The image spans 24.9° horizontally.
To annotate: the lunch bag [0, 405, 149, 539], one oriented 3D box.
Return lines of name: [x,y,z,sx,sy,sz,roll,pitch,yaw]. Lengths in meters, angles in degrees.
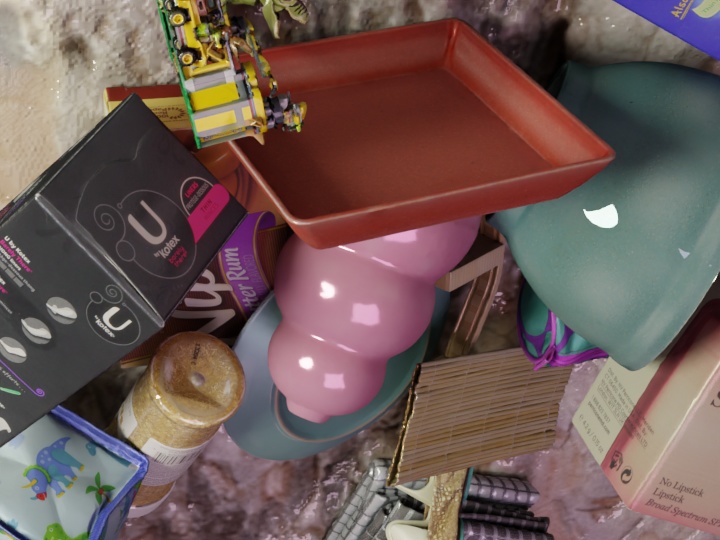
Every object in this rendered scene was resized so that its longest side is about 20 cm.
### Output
lunch bag: [-0.264,0.153,1.129,0.199,0.128,0.171,29,138,1]

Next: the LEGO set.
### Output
LEGO set: [-0.056,-0.165,0.904,0.115,0.200,0.155,-14,112,-6]

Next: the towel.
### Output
towel: [0.053,0.258,1.360,0.164,0.086,0.201,12,126,-26]

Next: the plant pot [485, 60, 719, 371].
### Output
plant pot: [0.164,-0.055,1.067,0.133,0.201,0.201,27,122,-2]

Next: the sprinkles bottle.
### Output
sprinkles bottle: [-0.139,0.111,1.138,0.068,0.069,0.200,6,152,-21]

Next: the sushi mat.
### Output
sushi mat: [0.095,0.102,1.208,0.199,0.012,0.097,-5,112,-48]

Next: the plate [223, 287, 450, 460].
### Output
plate: [-0.010,0.062,1.163,0.199,0.026,0.201,-25,139,-24]

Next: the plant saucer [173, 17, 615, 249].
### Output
plant saucer: [0.015,-0.080,0.952,0.198,0.200,0.037,-12,126,-21]

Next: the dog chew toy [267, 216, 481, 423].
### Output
dog chew toy: [0.000,0.000,1.048,0.124,0.124,0.202,20,93,-30]

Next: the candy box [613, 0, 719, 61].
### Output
candy box: [0.197,-0.240,0.973,0.199,0.077,0.169,22,122,-32]

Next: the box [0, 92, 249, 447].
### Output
box: [-0.182,0.005,0.990,0.106,0.123,0.199,46,131,-12]

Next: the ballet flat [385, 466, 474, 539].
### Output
ballet flat: [0.052,0.180,1.243,0.065,0.202,0.071,8,161,-2]

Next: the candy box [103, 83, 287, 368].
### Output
candy box: [-0.108,-0.029,1.083,0.115,0.057,0.201,-5,130,-12]

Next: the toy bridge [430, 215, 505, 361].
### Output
toy bridge: [0.074,-0.008,1.152,0.067,0.027,0.202,-25,129,-41]

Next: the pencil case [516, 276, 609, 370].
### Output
pencil case: [0.215,0.031,1.204,0.198,0.093,0.085,2,155,-15]

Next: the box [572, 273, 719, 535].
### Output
box: [0.259,0.070,1.124,0.127,0.109,0.201,18,113,-25]
